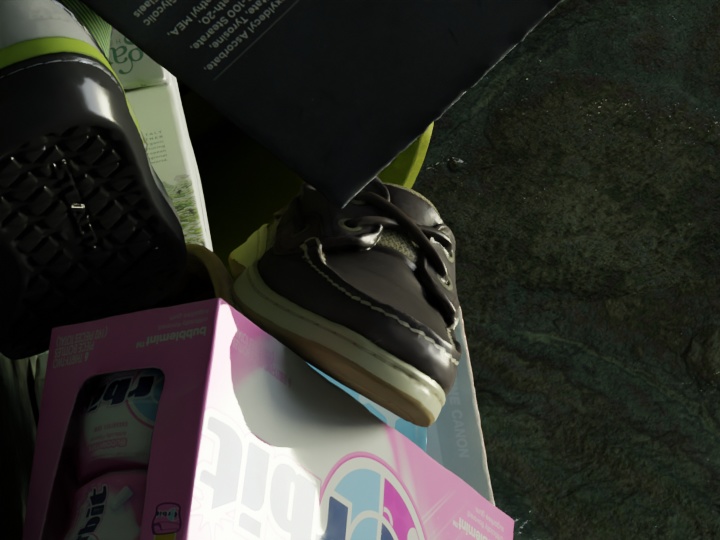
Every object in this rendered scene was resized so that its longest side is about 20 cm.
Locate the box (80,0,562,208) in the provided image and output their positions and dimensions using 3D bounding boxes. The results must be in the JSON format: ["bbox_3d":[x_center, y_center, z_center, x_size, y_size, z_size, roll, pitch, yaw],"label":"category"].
[{"bbox_3d":[-0.051,-0.161,0.917,0.196,0.124,0.200,37,18,-31],"label":"box"}]

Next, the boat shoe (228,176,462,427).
[{"bbox_3d":[0.000,0.000,0.935,0.072,0.065,0.200,34,3,-11],"label":"boat shoe"}]

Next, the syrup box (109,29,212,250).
[{"bbox_3d":[-0.111,-0.052,1.171,0.200,0.078,0.082,82,-3,-60],"label":"syrup box"}]

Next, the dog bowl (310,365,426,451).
[{"bbox_3d":[-0.046,0.105,1.056,0.111,0.049,0.201,35,-72,48],"label":"dog bowl"}]

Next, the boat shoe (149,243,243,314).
[{"bbox_3d":[-0.071,0.081,0.945,0.065,0.072,0.201,69,26,-47],"label":"boat shoe"}]

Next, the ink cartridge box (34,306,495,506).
[{"bbox_3d":[-0.030,0.117,1.144,0.044,0.173,0.201,-114,-167,-76],"label":"ink cartridge box"}]

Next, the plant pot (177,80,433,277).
[{"bbox_3d":[-0.087,-0.102,1.381,0.193,0.199,0.202,-145,-137,-69],"label":"plant pot"}]

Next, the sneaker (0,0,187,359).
[{"bbox_3d":[-0.102,-0.042,0.899,0.200,0.071,0.083,98,-30,-65],"label":"sneaker"}]

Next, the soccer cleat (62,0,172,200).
[{"bbox_3d":[-0.119,-0.050,1.018,0.084,0.064,0.201,-39,134,-41],"label":"soccer cleat"}]

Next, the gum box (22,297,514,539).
[{"bbox_3d":[-0.028,0.100,0.876,0.200,0.066,0.114,39,48,-48],"label":"gum box"}]
